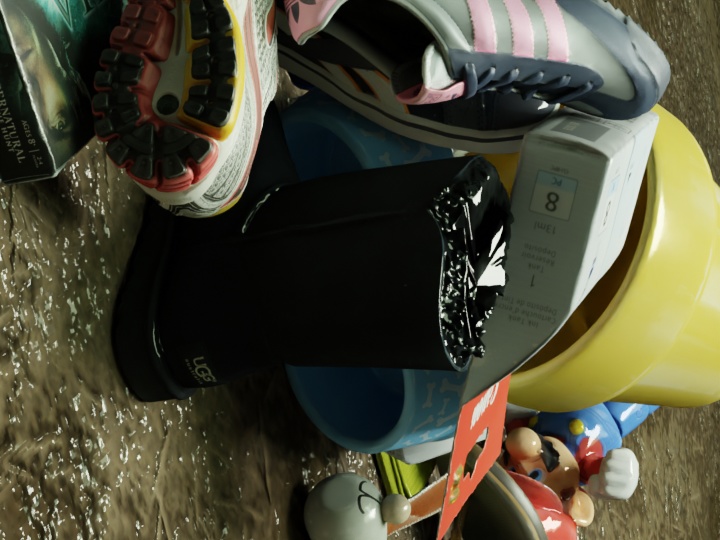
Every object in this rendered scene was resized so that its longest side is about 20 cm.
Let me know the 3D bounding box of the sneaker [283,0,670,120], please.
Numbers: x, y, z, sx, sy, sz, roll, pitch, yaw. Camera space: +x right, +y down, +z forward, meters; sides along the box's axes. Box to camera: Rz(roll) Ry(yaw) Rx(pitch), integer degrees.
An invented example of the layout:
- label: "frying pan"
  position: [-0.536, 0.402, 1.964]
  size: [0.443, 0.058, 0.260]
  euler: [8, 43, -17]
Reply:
- label: "sneaker"
  position: [0.050, -0.098, 0.940]
  size: [0.199, 0.070, 0.083]
  euler: [23, 62, -20]

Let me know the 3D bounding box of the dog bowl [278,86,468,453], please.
- label: "dog bowl"
  position: [0.000, 0.000, 1.061]
  size: [0.049, 0.111, 0.202]
  euler: [-23, 109, -43]

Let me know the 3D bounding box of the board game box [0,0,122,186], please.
- label: "board game box"
  position: [-0.123, -0.137, 0.890]
  size: [0.200, 0.028, 0.136]
  euler: [-59, 137, -60]

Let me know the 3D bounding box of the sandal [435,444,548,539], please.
- label: "sandal"
  position: [0.074, 0.194, 1.272]
  size: [0.054, 0.081, 0.202]
  euler: [-26, 123, -32]

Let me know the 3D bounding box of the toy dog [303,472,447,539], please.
- label: "toy dog"
  position: [0.047, 0.179, 1.131]
  size: [0.200, 0.095, 0.133]
  euler: [42, 37, -63]

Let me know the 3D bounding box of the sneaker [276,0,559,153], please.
- label: "sneaker"
  position: [0.010, -0.124, 0.999]
  size: [0.080, 0.198, 0.079]
  euler: [115, -5, -49]

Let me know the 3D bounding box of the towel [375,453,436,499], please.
- label: "towel"
  position: [0.013, 0.036, 1.219]
  size: [0.086, 0.018, 0.202]
  euler: [-50, 129, -64]

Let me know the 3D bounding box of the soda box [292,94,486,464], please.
- label: "soda box"
  position: [0.020, -0.002, 1.137]
  size: [0.068, 0.063, 0.202]
  euler: [21, -55, 65]

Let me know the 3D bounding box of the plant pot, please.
- label: "plant pot"
  position: [0.156, 0.000, 1.285]
  size: [0.188, 0.200, 0.203]
  euler: [24, 57, -41]

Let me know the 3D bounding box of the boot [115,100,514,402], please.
- label: "boot"
  position: [-0.011, -0.027, 0.951]
  size: [0.201, 0.166, 0.077]
  euler: [-79, 154, -44]

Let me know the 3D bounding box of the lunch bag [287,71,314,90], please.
- label: "lunch bag"
  position: [0.009, -0.196, 1.126]
  size: [0.201, 0.135, 0.133]
  euler: [-77, 151, -48]

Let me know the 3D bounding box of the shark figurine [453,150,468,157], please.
- label: "shark figurine"
  position: [0.037, -0.102, 1.224]
  size: [0.089, 0.214, 0.129]
  euler: [32, 75, -16]

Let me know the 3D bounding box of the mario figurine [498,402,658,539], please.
- label: "mario figurine"
  position: [0.133, 0.104, 1.373]
  size: [0.106, 0.123, 0.200]
  euler: [43, 49, -2]

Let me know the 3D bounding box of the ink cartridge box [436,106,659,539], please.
- label: "ink cartridge box"
  position: [0.092, 0.023, 1.018]
  size: [0.160, 0.047, 0.202]
  euler: [-37, 140, -71]

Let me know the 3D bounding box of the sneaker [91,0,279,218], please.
- label: "sneaker"
  position: [-0.071, -0.116, 0.896]
  size: [0.082, 0.077, 0.202]
  euler: [65, 31, -65]
